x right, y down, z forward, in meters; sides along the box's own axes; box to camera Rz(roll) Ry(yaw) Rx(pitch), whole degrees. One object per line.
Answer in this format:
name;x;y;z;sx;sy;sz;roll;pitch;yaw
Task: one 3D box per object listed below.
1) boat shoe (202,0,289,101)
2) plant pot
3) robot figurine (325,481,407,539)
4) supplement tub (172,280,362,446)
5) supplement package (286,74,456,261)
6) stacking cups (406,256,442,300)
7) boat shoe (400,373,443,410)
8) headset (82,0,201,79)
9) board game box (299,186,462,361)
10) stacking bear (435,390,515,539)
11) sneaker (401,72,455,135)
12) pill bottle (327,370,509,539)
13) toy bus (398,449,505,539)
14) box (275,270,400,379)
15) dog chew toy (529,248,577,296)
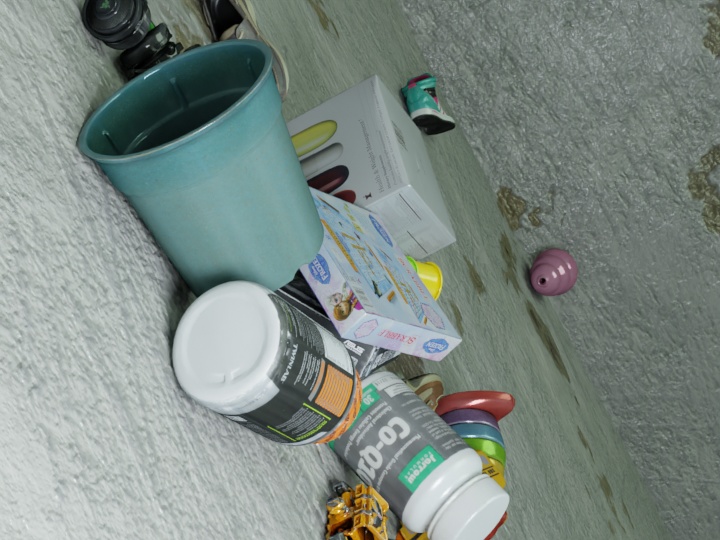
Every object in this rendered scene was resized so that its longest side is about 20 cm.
boat shoe;-0.164;-0.301;1.726;0.073;0.074;0.201;12;45;-59
plant pot;-0.138;-0.085;1.242;0.201;0.199;0.197;-91;160;-58
robot figurine;0.027;0.314;1.371;0.201;0.058;0.145;59;13;-21
supplement tub;-0.081;0.097;1.234;0.200;0.122;0.123;41;27;-57
supplement package;-0.015;-0.099;1.628;0.147;0.199;0.192;45;24;-50
stacking cups;0.012;-0.002;1.545;0.199;0.060;0.061;17;45;-41
boat shoe;0.060;0.182;1.693;0.200;0.075;0.074;-1;70;-65
headset;-0.228;-0.256;1.365;0.124;0.094;0.201;49;10;-44
board game box;0.000;0.000;1.398;0.199;0.041;0.201;19;33;-54
stacking bear;0.154;0.280;1.776;0.113;0.122;0.201;9;54;-16
sneaker;0.149;-0.378;2.885;0.200;0.083;0.122;17;59;-69
pill bottle;0.062;0.214;1.417;0.200;0.113;0.113;42;4;27
toy bus;0.109;0.285;1.614;0.078;0.065;0.199;52;27;18
box;-0.035;0.054;1.450;0.157;0.050;0.200;30;11;12
dog chew toy;0.498;0.012;3.375;0.125;0.124;0.200;64;23;0
